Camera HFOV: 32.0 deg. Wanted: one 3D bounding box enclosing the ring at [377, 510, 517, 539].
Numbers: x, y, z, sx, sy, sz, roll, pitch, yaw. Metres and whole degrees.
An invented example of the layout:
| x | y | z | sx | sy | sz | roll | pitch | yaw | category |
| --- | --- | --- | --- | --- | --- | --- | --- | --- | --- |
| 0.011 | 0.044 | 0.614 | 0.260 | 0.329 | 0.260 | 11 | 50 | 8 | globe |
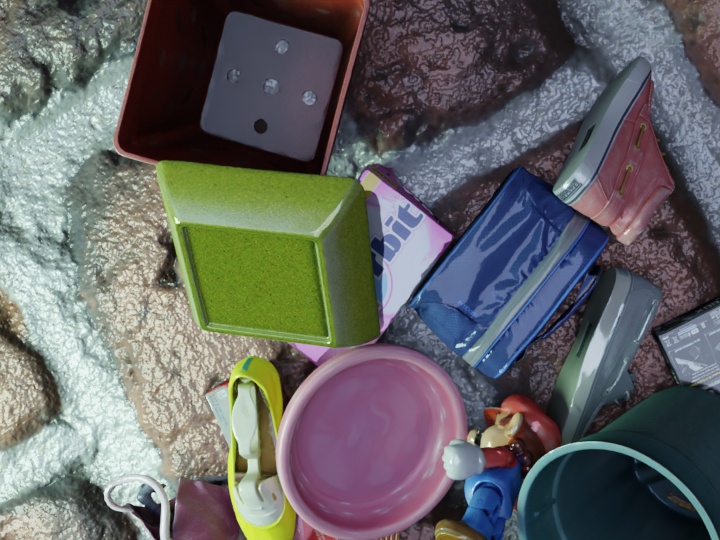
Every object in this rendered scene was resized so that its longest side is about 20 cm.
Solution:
| x | y | z | sx | sy | sz | roll | pitch | yaw | category |
| --- | --- | --- | --- | --- | --- | --- | --- | --- | --- |
| 0.104 | 0.280 | 1.305 | 0.197 | 0.019 | 0.204 | 0 | 94 | 5 | ring |

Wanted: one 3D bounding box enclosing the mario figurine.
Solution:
| x | y | z | sx | sy | sz | roll | pitch | yaw | category |
| --- | --- | --- | --- | --- | --- | --- | --- | --- | --- |
| 0.118 | 0.201 | 1.215 | 0.105 | 0.201 | 0.124 | 32 | 140 | 1 | mario figurine |

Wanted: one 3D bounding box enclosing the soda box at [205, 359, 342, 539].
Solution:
| x | y | z | sx | sy | sz | roll | pitch | yaw | category |
| --- | --- | --- | --- | --- | --- | --- | --- | --- | --- |
| -0.085 | 0.200 | 1.295 | 0.069 | 0.063 | 0.202 | -25 | 91 | 7 | soda box |

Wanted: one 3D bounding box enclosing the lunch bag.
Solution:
| x | y | z | sx | sy | sz | roll | pitch | yaw | category |
| --- | --- | --- | --- | --- | --- | --- | --- | --- | --- |
| 0.154 | 0.001 | 1.221 | 0.132 | 0.136 | 0.201 | 39 | 96 | 1 | lunch bag |

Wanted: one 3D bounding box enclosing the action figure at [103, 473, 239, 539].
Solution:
| x | y | z | sx | sy | sz | roll | pitch | yaw | category |
| --- | --- | --- | --- | --- | --- | --- | --- | --- | --- |
| -0.165 | 0.306 | 1.265 | 0.132 | 0.149 | 0.203 | -18 | 64 | 24 | action figure |

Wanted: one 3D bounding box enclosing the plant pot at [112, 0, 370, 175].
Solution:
| x | y | z | sx | sy | sz | roll | pitch | yaw | category |
| --- | --- | --- | --- | --- | --- | --- | --- | --- | --- |
| -0.099 | -0.183 | 1.212 | 0.197 | 0.176 | 0.203 | 16 | 96 | 5 | plant pot |

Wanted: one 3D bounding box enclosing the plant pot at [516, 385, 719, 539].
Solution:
| x | y | z | sx | sy | sz | roll | pitch | yaw | category |
| --- | --- | --- | --- | --- | --- | --- | --- | --- | --- |
| 0.279 | 0.214 | 1.172 | 0.198 | 0.195 | 0.203 | 15 | 116 | 33 | plant pot |

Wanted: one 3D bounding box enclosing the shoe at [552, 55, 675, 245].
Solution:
| x | y | z | sx | sy | sz | roll | pitch | yaw | category |
| --- | --- | --- | --- | --- | --- | --- | --- | --- | --- |
| 0.257 | -0.114 | 1.200 | 0.091 | 0.071 | 0.201 | 37 | 53 | -7 | shoe |

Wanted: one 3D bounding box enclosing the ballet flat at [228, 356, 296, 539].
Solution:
| x | y | z | sx | sy | sz | roll | pitch | yaw | category |
| --- | --- | --- | --- | --- | --- | --- | --- | --- | --- |
| -0.104 | 0.187 | 1.230 | 0.066 | 0.067 | 0.204 | -3 | 94 | 9 | ballet flat |

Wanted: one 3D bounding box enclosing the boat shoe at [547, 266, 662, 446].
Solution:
| x | y | z | sx | sy | sz | roll | pitch | yaw | category |
| --- | --- | --- | --- | --- | --- | --- | --- | --- | --- |
| 0.245 | 0.099 | 1.251 | 0.071 | 0.070 | 0.203 | 18 | 102 | -8 | boat shoe |

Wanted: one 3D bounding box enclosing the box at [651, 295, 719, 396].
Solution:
| x | y | z | sx | sy | sz | roll | pitch | yaw | category |
| --- | --- | --- | --- | --- | --- | --- | --- | --- | --- |
| 0.413 | 0.088 | 1.245 | 0.198 | 0.050 | 0.159 | -27 | 91 | 7 | box |

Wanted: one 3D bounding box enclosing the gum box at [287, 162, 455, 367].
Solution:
| x | y | z | sx | sy | sz | roll | pitch | yaw | category |
| --- | --- | --- | --- | --- | --- | --- | --- | --- | --- |
| 0.000 | 0.000 | 1.270 | 0.113 | 0.066 | 0.201 | 37 | 97 | 1 | gum box |

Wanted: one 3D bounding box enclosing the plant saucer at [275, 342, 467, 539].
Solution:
| x | y | z | sx | sy | sz | roll | pitch | yaw | category |
| --- | --- | --- | --- | --- | --- | --- | --- | --- | --- |
| 0.008 | 0.165 | 1.241 | 0.197 | 0.051 | 0.204 | -6 | 106 | -19 | plant saucer |

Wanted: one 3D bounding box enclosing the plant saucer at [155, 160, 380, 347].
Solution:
| x | y | z | sx | sy | sz | roll | pitch | yaw | category |
| --- | --- | --- | --- | --- | --- | --- | --- | --- | --- |
| -0.088 | -0.001 | 1.159 | 0.196 | 0.048 | 0.202 | 6 | 134 | 14 | plant saucer |
